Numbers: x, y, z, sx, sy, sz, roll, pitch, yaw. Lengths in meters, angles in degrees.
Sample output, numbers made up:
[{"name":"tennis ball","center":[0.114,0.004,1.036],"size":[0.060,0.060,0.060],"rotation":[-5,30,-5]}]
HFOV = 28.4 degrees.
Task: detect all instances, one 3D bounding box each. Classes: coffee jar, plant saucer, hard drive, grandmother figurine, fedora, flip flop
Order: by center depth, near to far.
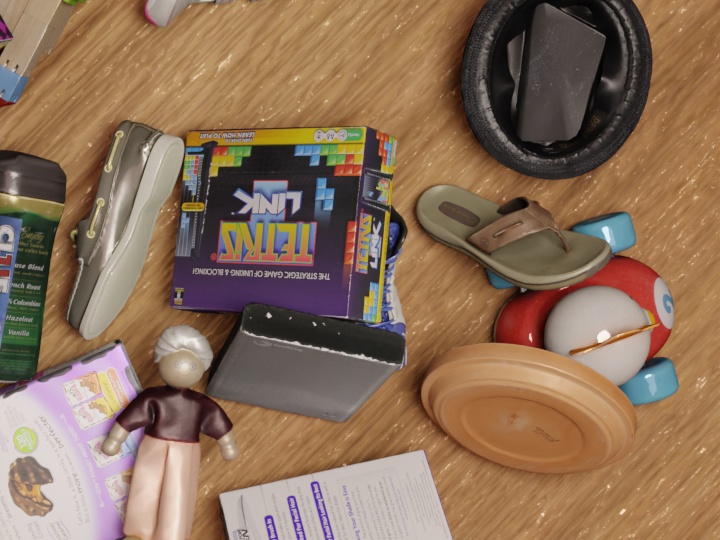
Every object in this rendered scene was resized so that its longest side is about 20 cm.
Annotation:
[{"name":"grandmother figurine","center":[-0.163,0.148,1.246],"size":[0.121,0.061,0.200],"rotation":[8,85,-32]},{"name":"coffee jar","center":[-0.322,-0.007,1.254],"size":[0.085,0.104,0.200],"rotation":[9,91,-46]},{"name":"hard drive","center":[-0.053,0.084,1.259],"size":[0.139,0.200,0.033],"rotation":[13,67,-10]},{"name":"plant saucer","center":[0.152,0.134,1.303],"size":[0.200,0.200,0.032],"rotation":[25,58,-10]},{"name":"flip flop","center":[0.136,-0.042,1.306],"size":[0.081,0.200,0.058],"rotation":[-40,142,-32]},{"name":"fedora","center":[0.176,-0.185,1.344],"size":[0.200,0.092,0.201],"rotation":[0,92,-10]}]

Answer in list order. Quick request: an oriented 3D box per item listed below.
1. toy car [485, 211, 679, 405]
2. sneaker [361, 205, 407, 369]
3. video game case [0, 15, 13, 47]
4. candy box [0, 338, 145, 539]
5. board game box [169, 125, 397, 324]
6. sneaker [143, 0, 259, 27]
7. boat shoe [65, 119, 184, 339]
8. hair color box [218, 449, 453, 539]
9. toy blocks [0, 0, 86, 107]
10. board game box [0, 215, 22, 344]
[{"name":"toy car","center":[0.227,0.054,1.307],"size":[0.177,0.200,0.185],"rotation":[-18,95,-9]},{"name":"sneaker","center":[0.000,-0.001,1.307],"size":[0.080,0.115,0.200],"rotation":[-9,94,-9]},{"name":"video game case","center":[-0.417,-0.238,1.215],"size":[0.181,0.036,0.200],"rotation":[-30,92,20]},{"name":"candy box","center":[-0.276,0.178,1.286],"size":[0.200,0.072,0.168],"rotation":[-23,96,-9]},{"name":"board game box","center":[-0.071,-0.041,1.256],"size":[0.200,0.057,0.166],"rotation":[2,83,34]},{"name":"sneaker","center":[-0.109,-0.281,1.295],"size":[0.200,0.081,0.088],"rotation":[-40,96,-6]},{"name":"boat shoe","center":[-0.225,-0.037,1.291],"size":[0.060,0.072,0.202],"rotation":[24,95,11]},{"name":"hair color box","center":[-0.023,0.245,1.314],"size":[0.200,0.065,0.109],"rotation":[-10,54,-10]},{"name":"toy blocks","center":[-0.343,-0.235,1.256],"size":[0.200,0.100,0.137],"rotation":[30,96,1]},{"name":"board game box","center":[-0.364,0.010,1.208],"size":[0.035,0.200,0.136],"rotation":[10,91,-45]}]
